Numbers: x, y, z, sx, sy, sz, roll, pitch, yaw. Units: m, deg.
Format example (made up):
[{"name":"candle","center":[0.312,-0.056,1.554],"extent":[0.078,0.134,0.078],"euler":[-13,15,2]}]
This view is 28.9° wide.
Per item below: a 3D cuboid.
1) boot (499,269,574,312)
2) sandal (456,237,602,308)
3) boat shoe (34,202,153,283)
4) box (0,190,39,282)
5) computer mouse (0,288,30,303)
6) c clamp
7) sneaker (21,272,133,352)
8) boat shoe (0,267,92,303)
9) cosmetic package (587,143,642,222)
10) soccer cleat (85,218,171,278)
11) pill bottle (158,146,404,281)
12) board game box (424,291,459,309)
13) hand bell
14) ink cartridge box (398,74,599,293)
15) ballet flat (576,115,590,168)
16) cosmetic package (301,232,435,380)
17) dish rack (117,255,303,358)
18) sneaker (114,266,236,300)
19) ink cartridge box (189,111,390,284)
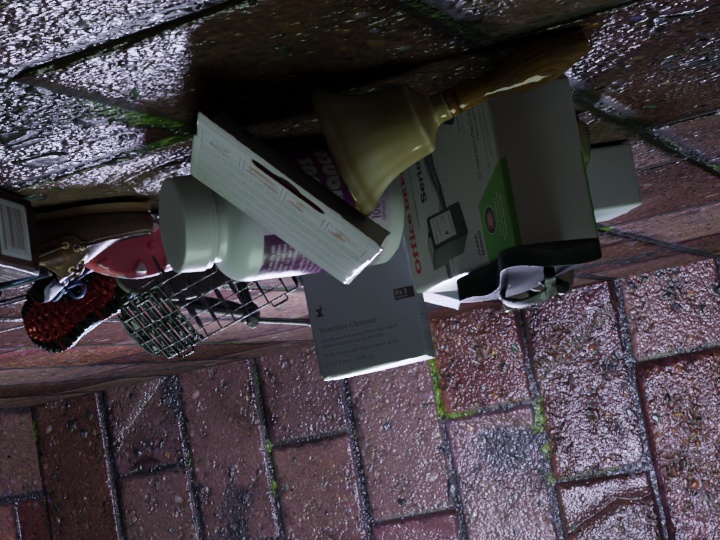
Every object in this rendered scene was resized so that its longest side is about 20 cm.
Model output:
[{"name":"boot","center":[0.167,-0.024,1.647],"extent":[0.070,0.147,0.200],"euler":[-7,175,-40]},{"name":"sandal","center":[0.135,0.009,1.094],"extent":[0.076,0.043,0.200],"euler":[-7,172,-13]},{"name":"boat shoe","center":[-0.292,-0.022,1.319],"extent":[0.199,0.071,0.070],"euler":[-10,172,-17]},{"name":"box","center":[-0.392,-0.016,1.207],"extent":[0.199,0.075,0.100],"euler":[-10,174,8]},{"name":"computer mouse","center":[-0.429,0.025,1.683],"extent":[0.200,0.034,0.059],"euler":[-11,159,-44]},{"name":"c clamp","center":[-0.163,0.029,1.688],"extent":[0.170,0.027,0.200],"euler":[5,-162,-18]},{"name":"sneaker","center":[-0.322,0.039,1.686],"extent":[0.200,0.080,0.095],"euler":[-23,180,31]},{"name":"boat shoe","center":[-0.336,0.004,1.453],"extent":[0.199,0.069,0.084],"euler":[-7,172,-27]},{"name":"cosmetic package","center":[0.192,-0.083,1.522],"extent":[0.199,0.072,0.101],"euler":[-8,174,-12]},{"name":"soccer cleat","center":[-0.203,-0.028,1.433],"extent":[0.199,0.067,0.076],"euler":[-10,178,-28]},{"name":"pill bottle","center":[-0.071,-0.050,1.231],"extent":[0.199,0.113,0.112],"euler":[-8,173,-24]},{"name":"board game box","center":[0.023,-0.013,1.571],"extent":[0.199,0.064,0.148],"euler":[13,175,4]},{"name":"hand bell","center":[0.075,-0.126,1.028],"extent":[0.199,0.104,0.104],"euler":[-23,171,8]},{"name":"ink cartridge box","center":[0.108,-0.069,1.200],"extent":[0.084,0.146,0.200],"euler":[-7,172,-23]},{"name":"ballet flat","center":[0.128,-0.096,1.348],"extent":[0.199,0.071,0.071],"euler":[-13,173,24]},{"name":"cosmetic package","center":[0.000,0.000,1.383],"extent":[0.113,0.201,0.081],"euler":[-14,174,8]},{"name":"dish rack","center":[-0.148,0.009,1.404],"extent":[0.200,0.055,0.153],"euler":[-30,149,-2]},{"name":"sneaker","center":[-0.193,0.000,1.616],"extent":[0.199,0.075,0.106],"euler":[-9,174,-22]},{"name":"ink cartridge box","center":[-0.049,-0.063,1.038],"extent":[0.050,0.161,0.200],"euler":[-55,-178,-13]}]
